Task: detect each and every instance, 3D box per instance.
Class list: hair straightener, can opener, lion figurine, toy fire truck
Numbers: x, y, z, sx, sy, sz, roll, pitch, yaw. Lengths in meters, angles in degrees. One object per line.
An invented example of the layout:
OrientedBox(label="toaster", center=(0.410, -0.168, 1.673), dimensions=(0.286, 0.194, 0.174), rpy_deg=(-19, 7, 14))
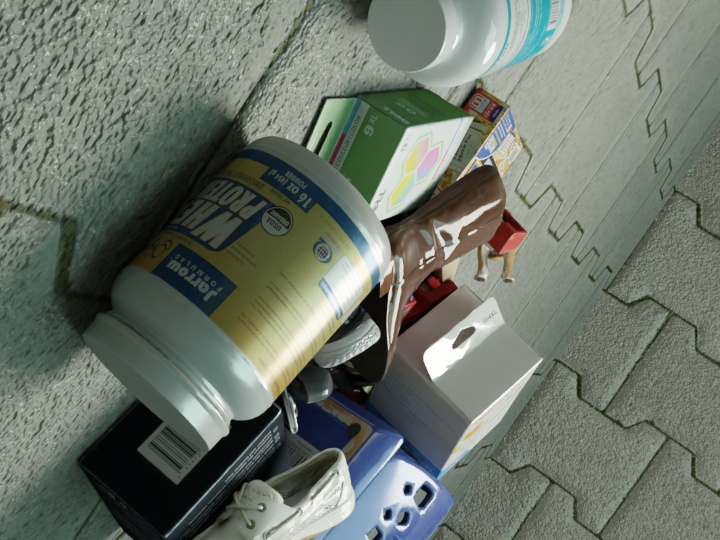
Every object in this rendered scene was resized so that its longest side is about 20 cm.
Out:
OrientedBox(label="hair straightener", center=(-0.025, 0.106, 1.272), dimensions=(0.200, 0.041, 0.077), rpy_deg=(48, 36, -57))
OrientedBox(label="can opener", center=(-0.065, 0.122, 1.053), dimensions=(0.067, 0.054, 0.200), rpy_deg=(-14, 178, -9))
OrientedBox(label="lion figurine", center=(0.166, -0.061, 1.401), dimensions=(0.200, 0.072, 0.123), rpy_deg=(67, 26, -61))
OrientedBox(label="toy fire truck", center=(0.088, 0.001, 1.207), dimensions=(0.200, 0.049, 0.141), rpy_deg=(-18, 151, -49))

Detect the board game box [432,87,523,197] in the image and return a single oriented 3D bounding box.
OrientedBox(label="board game box", center=(0.105, -0.094, 1.235), dimensions=(0.200, 0.046, 0.151), rpy_deg=(-54, 162, -1))

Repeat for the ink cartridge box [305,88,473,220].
OrientedBox(label="ink cartridge box", center=(0.020, -0.104, 0.985), dimensions=(0.200, 0.059, 0.104), rpy_deg=(-21, 142, -60))

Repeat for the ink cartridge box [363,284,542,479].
OrientedBox(label="ink cartridge box", center=(0.103, 0.126, 1.228), dimensions=(0.128, 0.125, 0.200), rpy_deg=(-38, 163, -28))

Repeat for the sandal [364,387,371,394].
OrientedBox(label="sandal", center=(0.009, 0.200, 1.495), dimensions=(0.201, 0.057, 0.080), rpy_deg=(-55, 162, 0))

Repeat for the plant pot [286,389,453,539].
OrientedBox(label="plant pot", center=(-0.044, 0.241, 1.191), dimensions=(0.200, 0.200, 0.180), rpy_deg=(-47, 139, -17))

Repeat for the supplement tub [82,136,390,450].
OrientedBox(label="supplement tub", center=(-0.089, 0.016, 0.791), dimensions=(0.200, 0.145, 0.145), rpy_deg=(-48, 161, -19))

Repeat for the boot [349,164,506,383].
OrientedBox(label="boot", center=(0.071, 0.002, 1.091), dimensions=(0.200, 0.064, 0.187), rpy_deg=(-35, 146, -35))

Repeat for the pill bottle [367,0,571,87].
OrientedBox(label="pill bottle", center=(0.087, -0.213, 0.880), dimensions=(0.200, 0.111, 0.111), rpy_deg=(-29, 149, -52))

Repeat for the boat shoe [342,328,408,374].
OrientedBox(label="boat shoe", center=(0.034, 0.085, 1.279), dimensions=(0.200, 0.072, 0.072), rpy_deg=(-48, 136, -61))

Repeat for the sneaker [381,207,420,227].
OrientedBox(label="sneaker", center=(0.000, 0.000, 1.106), dimensions=(0.200, 0.079, 0.095), rpy_deg=(-55, 155, -4))

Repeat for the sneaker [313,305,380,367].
OrientedBox(label="sneaker", center=(-0.054, 0.026, 1.007), dimensions=(0.075, 0.114, 0.200), rpy_deg=(-29, -171, -21))

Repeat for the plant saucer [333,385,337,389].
OrientedBox(label="plant saucer", center=(-0.064, 0.206, 1.370), dimensions=(0.200, 0.032, 0.200), rpy_deg=(-48, 161, -22))

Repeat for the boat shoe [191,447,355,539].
OrientedBox(label="boat shoe", center=(-0.089, 0.213, 0.940), dimensions=(0.200, 0.071, 0.070), rpy_deg=(-26, 122, -40))

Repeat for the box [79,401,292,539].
OrientedBox(label="box", center=(-0.151, 0.188, 0.999), dimensions=(0.148, 0.107, 0.200), rpy_deg=(-46, 159, -23))
